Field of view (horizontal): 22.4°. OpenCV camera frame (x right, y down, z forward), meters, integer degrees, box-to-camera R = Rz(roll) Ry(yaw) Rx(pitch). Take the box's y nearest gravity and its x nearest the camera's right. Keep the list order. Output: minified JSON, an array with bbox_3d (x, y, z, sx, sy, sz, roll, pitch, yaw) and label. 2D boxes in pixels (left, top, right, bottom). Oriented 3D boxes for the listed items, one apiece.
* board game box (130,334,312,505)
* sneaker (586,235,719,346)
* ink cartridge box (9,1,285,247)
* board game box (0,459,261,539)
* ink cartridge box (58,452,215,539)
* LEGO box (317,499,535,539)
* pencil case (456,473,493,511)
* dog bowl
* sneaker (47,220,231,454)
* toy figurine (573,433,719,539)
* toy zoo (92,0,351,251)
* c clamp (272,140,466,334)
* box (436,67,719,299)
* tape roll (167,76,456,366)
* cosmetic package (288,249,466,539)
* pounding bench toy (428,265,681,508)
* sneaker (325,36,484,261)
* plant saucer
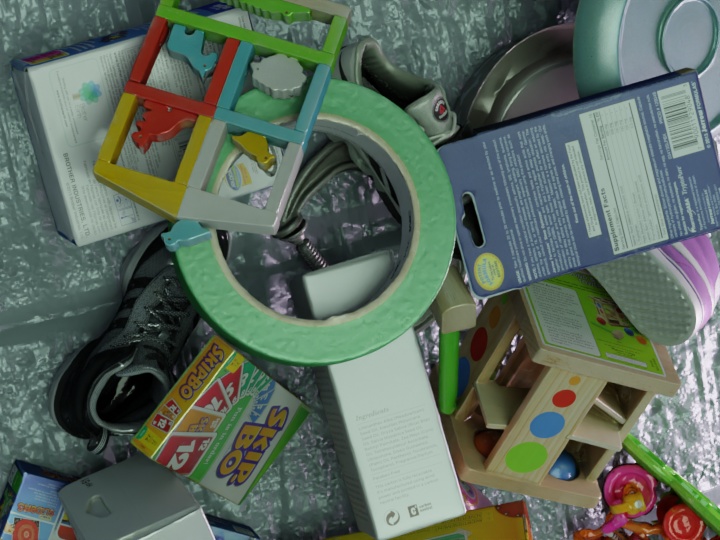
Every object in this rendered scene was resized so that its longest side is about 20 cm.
[{"bbox_3d":[-0.096,0.116,1.341,0.030,0.200,0.096,36,86,21],"label":"board game box"},{"bbox_3d":[0.209,-0.041,1.418,0.201,0.073,0.114,58,35,-1],"label":"sneaker"},{"bbox_3d":[-0.137,-0.112,1.319,0.200,0.076,0.137,-18,108,-16],"label":"ink cartridge box"},{"bbox_3d":[-0.191,0.237,1.391,0.200,0.034,0.136,20,94,-23],"label":"board game box"},{"bbox_3d":[-0.135,0.247,1.316,0.084,0.145,0.200,-25,110,-14],"label":"ink cartridge box"},{"bbox_3d":[0.041,0.262,1.360,0.199,0.149,0.077,-12,119,6],"label":"LEGO box"},{"bbox_3d":[0.080,0.217,1.470,0.087,0.087,0.200,-46,113,-7],"label":"pencil case"},{"bbox_3d":[0.159,-0.099,1.446,0.200,0.059,0.201,-4,103,-20],"label":"dog bowl"},{"bbox_3d":[-0.148,0.048,1.327,0.075,0.114,0.200,35,87,-24],"label":"sneaker"},{"bbox_3d":[0.229,0.261,1.522,0.200,0.150,0.184,41,94,-1],"label":"toy figurine"},{"bbox_3d":[-0.097,-0.107,1.237,0.131,0.020,0.200,18,73,6],"label":"toy zoo"},{"bbox_3d":[0.000,0.000,1.422,0.171,0.027,0.200,-36,111,-11],"label":"c clamp"},{"bbox_3d":[0.161,-0.063,1.326,0.199,0.032,0.121,-16,102,-3],"label":"box"},{"bbox_3d":[-0.034,-0.033,1.275,0.200,0.048,0.201,1,84,-9],"label":"tape roll"},{"bbox_3d":[0.010,0.092,1.347,0.071,0.101,0.201,-16,90,-9],"label":"cosmetic package"},{"bbox_3d":[0.111,0.082,1.406,0.200,0.124,0.156,15,124,-22],"label":"pounding bench toy"},{"bbox_3d":[0.048,-0.089,1.346,0.200,0.089,0.074,44,55,1],"label":"sneaker"},{"bbox_3d":[0.242,-0.177,1.375,0.200,0.027,0.201,-11,109,-36],"label":"plant saucer"}]
